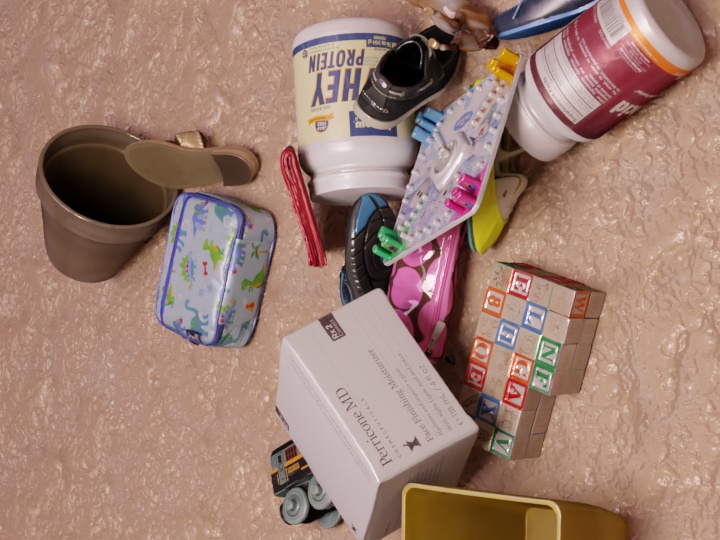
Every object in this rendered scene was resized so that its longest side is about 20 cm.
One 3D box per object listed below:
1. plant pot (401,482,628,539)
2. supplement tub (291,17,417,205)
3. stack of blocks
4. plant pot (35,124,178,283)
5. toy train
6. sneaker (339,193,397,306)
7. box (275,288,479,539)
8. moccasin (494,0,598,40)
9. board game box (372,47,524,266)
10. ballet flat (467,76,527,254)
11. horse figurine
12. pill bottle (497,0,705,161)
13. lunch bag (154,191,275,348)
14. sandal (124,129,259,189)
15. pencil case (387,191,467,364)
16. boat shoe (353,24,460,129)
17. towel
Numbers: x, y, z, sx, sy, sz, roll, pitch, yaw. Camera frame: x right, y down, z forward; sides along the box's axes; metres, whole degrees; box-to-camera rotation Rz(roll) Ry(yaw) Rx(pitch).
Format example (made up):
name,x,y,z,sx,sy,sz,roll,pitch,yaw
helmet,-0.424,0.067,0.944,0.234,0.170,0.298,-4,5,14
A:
name,x,y,z,sx,sy,sz,roll,pitch,yaw
plant pot,0.173,0.322,1.375,0.199,0.176,0.202,-1,87,44
supplement tub,-0.006,-0.187,1.596,0.144,0.144,0.202,-10,81,42
stack of blocks,0.181,0.102,1.460,0.115,0.058,0.201,22,103,41
plant pot,-0.383,-0.080,1.933,0.201,0.199,0.174,59,140,28
toy train,-0.033,0.242,1.644,0.200,0.085,0.115,-35,55,36
sneaker,0.000,0.000,1.600,0.082,0.073,0.201,31,129,50
box,0.011,0.166,1.479,0.199,0.130,0.200,54,158,23
moccasin,0.232,-0.307,1.431,0.199,0.080,0.069,-19,88,28
board game box,0.091,-0.121,1.439,0.200,0.026,0.201,-31,36,58
ballet flat,0.155,-0.120,1.500,0.067,0.067,0.202,-2,84,22
horse figurine,0.095,-0.296,1.519,0.200,0.132,0.050,46,123,32
pill bottle,0.244,-0.205,1.381,0.200,0.114,0.115,-36,64,36
lunch bag,-0.204,-0.002,1.818,0.160,0.082,0.201,22,102,45
sandal,-0.224,-0.162,1.865,0.210,0.070,0.078,6,130,28
pencil case,0.080,0.006,1.545,0.094,0.090,0.202,-143,60,-77
boat shoe,0.065,-0.232,1.508,0.072,0.200,0.068,32,135,12
towel,-0.071,-0.080,1.620,0.022,0.200,0.146,-16,96,-1
